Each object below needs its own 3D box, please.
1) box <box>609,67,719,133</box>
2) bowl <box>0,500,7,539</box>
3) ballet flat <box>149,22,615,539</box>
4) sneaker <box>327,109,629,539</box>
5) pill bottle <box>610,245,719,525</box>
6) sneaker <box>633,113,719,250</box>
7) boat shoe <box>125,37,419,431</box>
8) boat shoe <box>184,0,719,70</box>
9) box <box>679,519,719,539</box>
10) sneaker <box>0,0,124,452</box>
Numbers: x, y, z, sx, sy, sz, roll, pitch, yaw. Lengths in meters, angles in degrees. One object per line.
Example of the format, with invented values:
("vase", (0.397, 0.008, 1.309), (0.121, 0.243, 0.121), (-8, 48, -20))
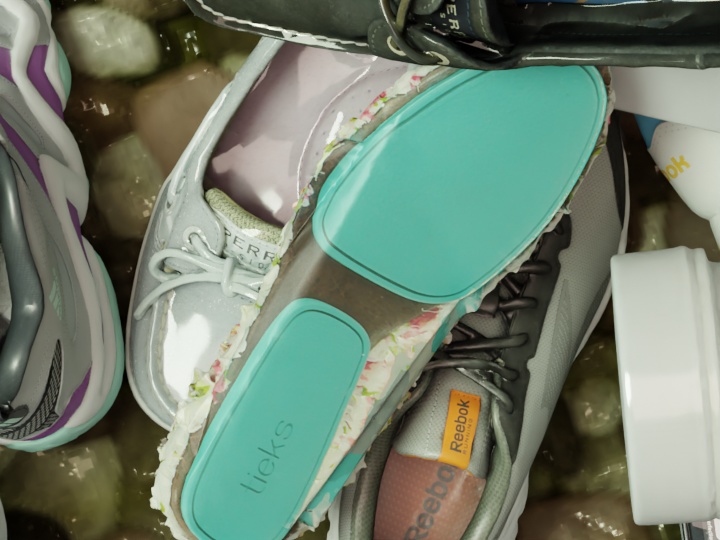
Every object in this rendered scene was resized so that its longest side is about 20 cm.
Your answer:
("box", (0.080, -0.109, 0.717), (0.199, 0.036, 0.145), (13, 137, 5))
("bowl", (-0.178, 0.088, 0.814), (0.200, 0.094, 0.202), (26, 134, 30))
("ballet flat", (0.000, 0.000, 0.767), (0.076, 0.064, 0.200), (36, 102, -16))
("sneaker", (0.041, 0.023, 0.816), (0.074, 0.079, 0.201), (15, 93, 3))
("pill bottle", (0.177, 0.028, 0.746), (0.199, 0.111, 0.112), (-5, 94, 5))
("sneaker", (0.177, -0.091, 0.799), (0.200, 0.077, 0.081), (-37, 89, 4))
("boat shoe", (-0.021, -0.036, 0.823), (0.074, 0.065, 0.203), (30, 96, 2))
("boat shoe", (0.034, -0.085, 0.690), (0.199, 0.057, 0.069), (-1, 134, 20))
("box", (0.193, 0.135, 0.826), (0.160, 0.049, 0.201), (-9, 92, 7))
("sneaker", (-0.133, -0.043, 0.788), (0.077, 0.140, 0.201), (-22, 83, 5))
